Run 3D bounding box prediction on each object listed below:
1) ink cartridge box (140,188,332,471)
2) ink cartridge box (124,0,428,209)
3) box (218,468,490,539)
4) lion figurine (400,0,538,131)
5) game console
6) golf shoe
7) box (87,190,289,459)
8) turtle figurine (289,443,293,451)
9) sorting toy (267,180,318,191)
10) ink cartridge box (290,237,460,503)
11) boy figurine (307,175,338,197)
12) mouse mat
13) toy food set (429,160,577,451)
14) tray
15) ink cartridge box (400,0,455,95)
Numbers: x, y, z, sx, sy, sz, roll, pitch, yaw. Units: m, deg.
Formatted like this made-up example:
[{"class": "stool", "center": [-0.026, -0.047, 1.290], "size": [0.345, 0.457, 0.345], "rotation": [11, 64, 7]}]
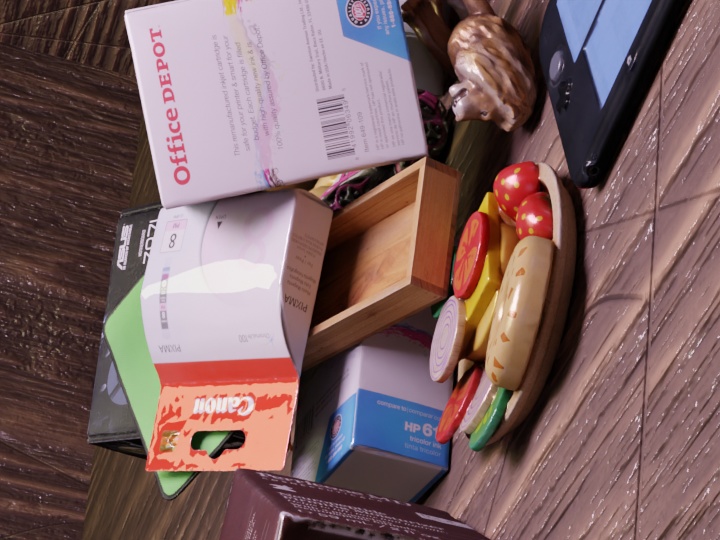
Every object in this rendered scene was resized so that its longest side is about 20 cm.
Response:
[{"class": "ink cartridge box", "center": [-0.105, 0.045, 1.668], "size": [0.162, 0.057, 0.202], "rotation": [-6, 63, 45]}, {"class": "ink cartridge box", "center": [-0.061, -0.138, 1.667], "size": [0.146, 0.198, 0.148], "rotation": [-92, -9, -86]}, {"class": "box", "center": [-0.010, 0.236, 1.461], "size": [0.200, 0.164, 0.166], "rotation": [-165, 87, -77]}, {"class": "lion figurine", "center": [0.086, -0.164, 1.677], "size": [0.072, 0.123, 0.200], "rotation": [-39, 3, 10]}, {"class": "game console", "center": [0.164, -0.178, 1.431], "size": [0.178, 0.031, 0.201], "rotation": [-91, 18, -51]}, {"class": "golf shoe", "center": [0.007, -0.055, 1.869], "size": [0.201, 0.072, 0.092], "rotation": [-54, -1, -13]}, {"class": "box", "center": [-0.128, 0.046, 1.808], "size": [0.163, 0.086, 0.202], "rotation": [-9, 68, 46]}, {"class": "turtle figurine", "center": [-0.064, 0.042, 1.941], "size": [0.064, 0.161, 0.201], "rotation": [3, 64, 53]}, {"class": "sorting toy", "center": [-0.078, -0.099, 2.046], "size": [0.200, 0.069, 0.200], "rotation": [-50, -35, -50]}, {"class": "ink cartridge box", "center": [0.011, 0.080, 1.713], "size": [0.145, 0.084, 0.202], "rotation": [129, 150, -55]}, {"class": "boy figurine", "center": [-0.021, -0.082, 1.979], "size": [0.124, 0.064, 0.201], "rotation": [-41, 16, 44]}, {"class": "mouse mat", "center": [-0.131, 0.058, 1.734], "size": [0.161, 0.007, 0.201], "rotation": [-48, 46, 23]}, {"class": "toy food set", "center": [0.092, 0.025, 1.500], "size": [0.199, 0.048, 0.201], "rotation": [115, 163, -44]}, {"class": "tray", "center": [0.000, 0.000, 1.634], "size": [0.200, 0.037, 0.100], "rotation": [-30, 46, 52]}, {"class": "ink cartridge box", "center": [0.009, -0.267, 1.885], "size": [0.145, 0.143, 0.202], "rotation": [59, -140, -72]}]
